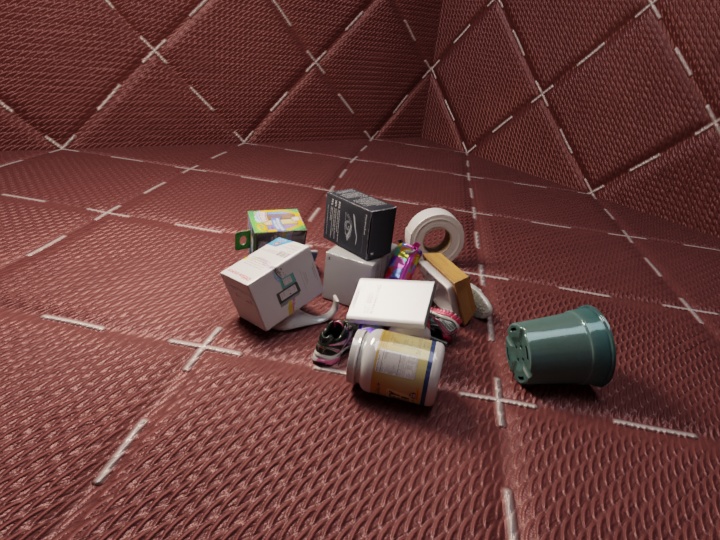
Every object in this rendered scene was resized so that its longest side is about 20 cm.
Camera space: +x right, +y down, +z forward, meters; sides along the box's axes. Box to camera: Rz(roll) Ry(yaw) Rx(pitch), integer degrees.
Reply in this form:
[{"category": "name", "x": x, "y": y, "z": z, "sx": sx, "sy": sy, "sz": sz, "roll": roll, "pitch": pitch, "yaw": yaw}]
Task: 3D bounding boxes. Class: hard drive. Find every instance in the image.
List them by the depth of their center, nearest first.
[{"category": "hard drive", "x": 0.077, "y": 0.079, "z": 1.303, "sx": 0.200, "sy": 0.027, "sz": 0.132, "roll": 2, "pitch": 50, "yaw": 23}]

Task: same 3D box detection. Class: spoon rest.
[{"category": "spoon rest", "x": -0.154, "y": 0.121, "z": 1.421, "sx": 0.200, "sy": 0.061, "sz": 0.099, "roll": -13, "pitch": 28, "yaw": -11}]

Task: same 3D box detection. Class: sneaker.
[{"category": "sneaker", "x": -0.046, "y": 0.158, "z": 1.317, "sx": 0.080, "sy": 0.087, "sz": 0.200, "roll": 17, "pitch": 26, "yaw": 17}, {"category": "sneaker", "x": 0.175, "y": 0.135, "z": 1.445, "sx": 0.200, "sy": 0.081, "sz": 0.075, "roll": 13, "pitch": 68, "yaw": 37}, {"category": "sneaker", "x": 0.349, "y": 0.081, "z": 1.608, "sx": 0.080, "sy": 0.077, "sz": 0.200, "roll": 4, "pitch": 25, "yaw": -29}]

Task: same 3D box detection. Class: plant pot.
[{"category": "plant pot", "x": 0.473, "y": 0.191, "z": 1.278, "sx": 0.196, "sy": 0.201, "sz": 0.200, "roll": -4, "pitch": 26, "yaw": -6}]

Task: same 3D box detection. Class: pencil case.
[{"category": "pencil case", "x": 0.116, "y": 0.009, "z": 1.558, "sx": 0.088, "sy": 0.088, "sz": 0.200, "roll": 17, "pitch": 71, "yaw": 20}]

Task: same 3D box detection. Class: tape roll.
[{"category": "tape roll", "x": 0.259, "y": -0.115, "z": 1.843, "sx": 0.202, "sy": 0.203, "sz": 0.071, "roll": 2, "pitch": 26, "yaw": -11}]

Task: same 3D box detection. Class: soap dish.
[{"category": "soap dish", "x": 0.258, "y": 0.047, "z": 1.546, "sx": 0.081, "sy": 0.158, "sz": 0.200, "roll": -25, "pitch": 32, "yaw": -8}]

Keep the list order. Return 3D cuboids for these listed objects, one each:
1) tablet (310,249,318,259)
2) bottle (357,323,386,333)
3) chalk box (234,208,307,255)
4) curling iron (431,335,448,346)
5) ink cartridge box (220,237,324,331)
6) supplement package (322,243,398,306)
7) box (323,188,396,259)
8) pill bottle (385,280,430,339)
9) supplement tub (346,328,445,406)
[{"category": "tablet", "x": -0.241, "y": -0.048, "z": 1.696, "sx": 0.199, "sy": 0.014, "sz": 0.130, "roll": 2, "pitch": -17, "yaw": -10}, {"category": "bottle", "x": 0.034, "y": 0.140, "z": 1.362, "sx": 0.065, "sy": 0.084, "sz": 0.200, "roll": -15, "pitch": 25, "yaw": 16}, {"category": "chalk box", "x": -0.274, "y": -0.098, "z": 1.563, "sx": 0.200, "sy": 0.125, "sz": 0.124, "roll": -4, "pitch": 39, "yaw": -20}, {"category": "curling iron", "x": 0.137, "y": 0.172, "z": 1.407, "sx": 0.200, "sy": 0.026, "sz": 0.050, "roll": 16, "pitch": 33, "yaw": 18}, {"category": "ink cartridge box", "x": -0.231, "y": 0.031, "z": 1.383, "sx": 0.200, "sy": 0.146, "sz": 0.147, "roll": -35, "pitch": 33, "yaw": -30}, {"category": "supplement package", "x": 0.000, "y": 0.000, "z": 1.588, "sx": 0.151, "sy": 0.151, "sz": 0.200, "roll": 17, "pitch": 26, "yaw": 20}, {"category": "box", "x": -0.005, "y": -0.139, "z": 1.532, "sx": 0.104, "sy": 0.148, "sz": 0.200, "roll": -16, "pitch": 34, "yaw": -41}, {"category": "pill bottle", "x": 0.120, "y": 0.133, "z": 1.334, "sx": 0.112, "sy": 0.112, "sz": 0.200, "roll": 5, "pitch": 47, "yaw": -5}, {"category": "supplement tub", "x": 0.079, "y": 0.211, "z": 1.169, "sx": 0.199, "sy": 0.145, "sz": 0.144, "roll": 11, "pitch": 25, "yaw": 10}]
